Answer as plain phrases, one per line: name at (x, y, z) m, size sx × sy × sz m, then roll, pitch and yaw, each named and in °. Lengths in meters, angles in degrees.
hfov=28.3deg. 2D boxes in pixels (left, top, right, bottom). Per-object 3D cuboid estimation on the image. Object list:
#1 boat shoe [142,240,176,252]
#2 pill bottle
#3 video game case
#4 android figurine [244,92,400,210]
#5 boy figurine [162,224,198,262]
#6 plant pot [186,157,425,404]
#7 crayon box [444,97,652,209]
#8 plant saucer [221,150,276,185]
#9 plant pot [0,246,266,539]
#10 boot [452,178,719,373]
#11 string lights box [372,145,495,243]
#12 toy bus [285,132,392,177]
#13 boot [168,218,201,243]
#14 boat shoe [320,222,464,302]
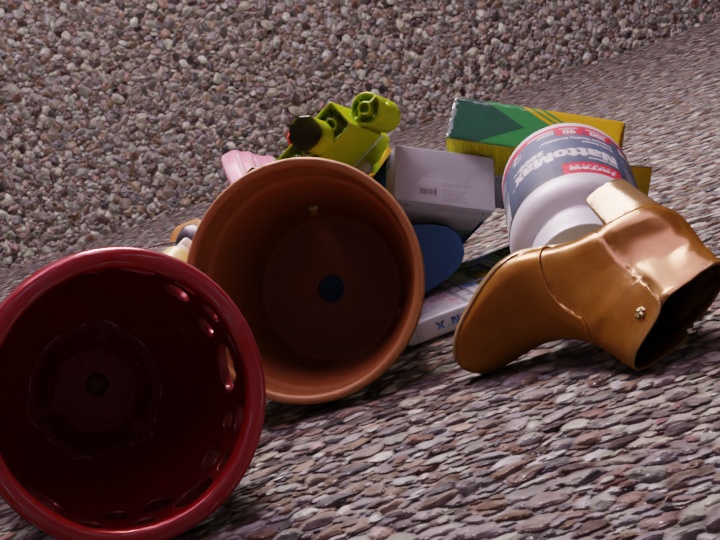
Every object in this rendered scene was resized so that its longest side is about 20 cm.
boat shoe at (-0.251, 0.016, 1.425) m, size 0.198 × 0.071 × 0.071 m, roll -25°, pitch 36°, yaw 2°
pill bottle at (0.183, -0.038, 1.205) m, size 0.118 × 0.121 × 0.200 m, roll -17°, pitch 23°, yaw 9°
video game case at (0.106, 0.018, 1.367) m, size 0.181 × 0.022 × 0.200 m, roll -20°, pitch 9°, yaw -7°
android figurine at (-0.036, -0.093, 1.326) m, size 0.182 × 0.041 × 0.200 m, roll -46°, pitch -16°, yaw 10°
boy figurine at (-0.183, 0.031, 1.213) m, size 0.125 × 0.064 × 0.200 m, roll -57°, pitch -7°, yaw 28°
plant pot at (-0.037, 0.012, 1.223) m, size 0.198 × 0.202 × 0.140 m, roll -17°, pitch -6°, yaw 7°
crayon box at (0.186, -0.102, 1.397) m, size 0.198 × 0.051 × 0.127 m, roll 11°, pitch -25°, yaw 11°
plant saucer at (-0.076, -0.040, 1.474) m, size 0.050 × 0.202 × 0.201 m, roll -28°, pitch 10°, yaw 1°
plant pot at (-0.183, 0.089, 1.019) m, size 0.199 × 0.202 × 0.182 m, roll -22°, pitch 4°, yaw -19°
boot at (0.162, 0.033, 1.038) m, size 0.201 × 0.071 × 0.144 m, roll -46°, pitch 36°, yaw 11°
string lights box at (0.052, -0.051, 1.424) m, size 0.102 × 0.060 × 0.200 m, roll 7°, pitch -22°, yaw -15°
toy bus at (-0.006, -0.083, 1.630) m, size 0.199 × 0.194 × 0.135 m, roll -24°, pitch 10°, yaw -36°
boot at (-0.140, 0.008, 1.475) m, size 0.198 × 0.074 × 0.156 m, roll 3°, pitch 46°, yaw 20°
boat shoe at (0.000, 0.000, 1.363) m, size 0.198 × 0.085 × 0.069 m, roll -17°, pitch 6°, yaw -1°
